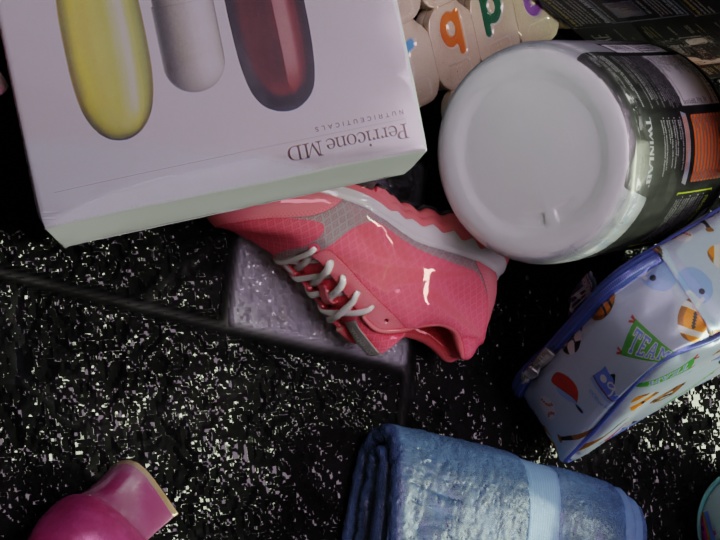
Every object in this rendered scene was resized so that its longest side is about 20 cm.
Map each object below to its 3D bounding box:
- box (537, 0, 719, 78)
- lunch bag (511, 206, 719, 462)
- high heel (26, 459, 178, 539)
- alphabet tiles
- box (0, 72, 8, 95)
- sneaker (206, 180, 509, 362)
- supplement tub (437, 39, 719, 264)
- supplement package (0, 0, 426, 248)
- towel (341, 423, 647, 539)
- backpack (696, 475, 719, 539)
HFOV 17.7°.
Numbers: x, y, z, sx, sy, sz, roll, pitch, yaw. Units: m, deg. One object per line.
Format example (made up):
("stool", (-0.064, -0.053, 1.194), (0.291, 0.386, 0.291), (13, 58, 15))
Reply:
("box", (0.179, -0.178, 1.354), (0.200, 0.157, 0.050), (31, 65, -42))
("lunch bag", (0.183, 0.032, 1.356), (0.200, 0.160, 0.076), (-24, 72, -35))
("high heel", (-0.091, 0.195, 1.170), (0.200, 0.067, 0.096), (58, 37, -8))
("alphabet tiles", (0.070, -0.168, 1.363), (0.200, 0.015, 0.196), (-30, 113, -43))
("box", (-0.269, -0.138, 1.087), (0.095, 0.103, 0.200), (-38, 103, -28))
("sneaker", (0.000, 0.000, 1.276), (0.200, 0.074, 0.087), (16, 75, -33))
("supplement tub", (0.137, -0.071, 1.324), (0.200, 0.122, 0.123), (-9, 87, -62))
("supplement package", (-0.083, -0.131, 1.147), (0.190, 0.147, 0.201), (-12, 88, -4))
("towel", (0.082, 0.159, 1.323), (0.199, 0.048, 0.112), (18, 72, -32))
("backpack", (0.285, 0.197, 1.384), (0.153, 0.176, 0.201), (-6, 82, -40))
